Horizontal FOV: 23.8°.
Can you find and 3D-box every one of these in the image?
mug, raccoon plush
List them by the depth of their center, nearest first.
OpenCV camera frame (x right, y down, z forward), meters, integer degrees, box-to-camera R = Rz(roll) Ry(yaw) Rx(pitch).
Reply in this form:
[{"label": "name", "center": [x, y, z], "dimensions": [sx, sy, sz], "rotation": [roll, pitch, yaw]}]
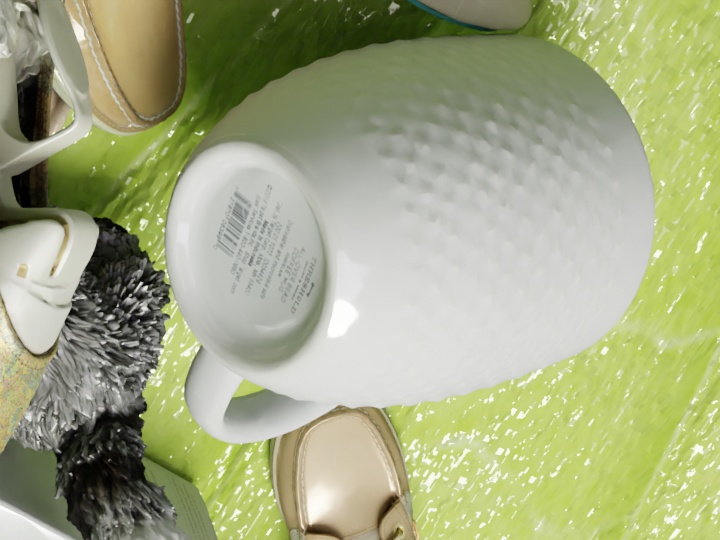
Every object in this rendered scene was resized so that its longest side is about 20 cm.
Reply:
[{"label": "raccoon plush", "center": [-0.132, 0.019, 0.672], "dimensions": [0.097, 0.200, 0.134], "rotation": [-44, 144, 1]}, {"label": "mug", "center": [0.000, 0.000, 0.705], "dimensions": [0.175, 0.148, 0.200], "rotation": [-13, 147, -50]}]

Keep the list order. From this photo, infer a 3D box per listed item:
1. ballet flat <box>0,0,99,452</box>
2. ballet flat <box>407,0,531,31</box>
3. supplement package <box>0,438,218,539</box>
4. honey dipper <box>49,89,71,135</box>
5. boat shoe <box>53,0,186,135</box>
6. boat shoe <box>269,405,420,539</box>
[{"label": "ballet flat", "center": [-0.126, -0.033, 0.612], "dimensions": [0.070, 0.071, 0.202], "rotation": [-2, 83, -19]}, {"label": "ballet flat", "center": [0.006, -0.158, 0.693], "dimensions": [0.199, 0.070, 0.070], "rotation": [20, 109, -29]}, {"label": "supplement package", "center": [-0.167, 0.127, 0.761], "dimensions": [0.200, 0.118, 0.117], "rotation": [36, 103, -33]}, {"label": "honey dipper", "center": [-0.203, -0.107, 0.667], "dimensions": [0.199, 0.038, 0.038], "rotation": [31, 104, -29]}, {"label": "boat shoe", "center": [-0.099, -0.138, 0.651], "dimensions": [0.072, 0.076, 0.201], "rotation": [-49, 135, -38]}, {"label": "boat shoe", "center": [0.003, 0.147, 0.865], "dimensions": [0.073, 0.069, 0.201], "rotation": [-18, 123, -10]}]
